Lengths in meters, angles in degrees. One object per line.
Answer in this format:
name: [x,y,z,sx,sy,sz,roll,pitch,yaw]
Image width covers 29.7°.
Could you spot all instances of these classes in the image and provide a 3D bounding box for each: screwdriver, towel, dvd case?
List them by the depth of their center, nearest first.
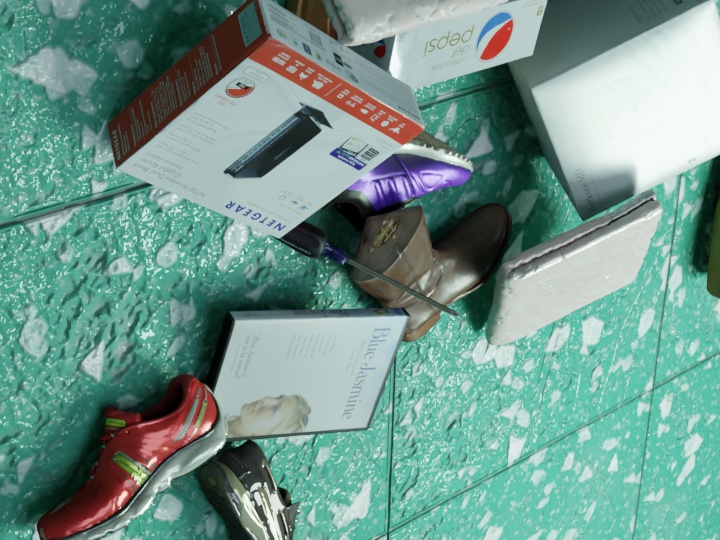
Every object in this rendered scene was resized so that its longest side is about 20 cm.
towel: [0.022,-0.294,1.146,0.199,0.032,0.193,-23,87,-37]
screwdriver: [0.000,0.000,1.245,0.029,0.199,0.028,-60,178,33]
dvd case: [-0.056,0.100,1.299,0.198,0.018,0.144,-1,122,-34]
towel: [0.224,0.002,1.460,0.189,0.032,0.200,-26,158,-10]

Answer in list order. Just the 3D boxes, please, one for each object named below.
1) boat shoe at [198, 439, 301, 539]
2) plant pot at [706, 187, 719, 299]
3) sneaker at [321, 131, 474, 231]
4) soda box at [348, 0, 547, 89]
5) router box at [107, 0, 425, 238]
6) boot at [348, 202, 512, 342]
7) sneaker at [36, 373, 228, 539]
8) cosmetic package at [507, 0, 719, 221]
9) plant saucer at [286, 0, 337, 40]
boat shoe: [-0.090,0.249,1.346,0.073,0.074,0.201,-40,135,-23]
plant pot: [0.539,-0.078,1.761,0.185,0.185,0.203,-18,108,-39]
sneaker: [0.021,-0.086,1.303,0.199,0.069,0.100,3,115,-44]
soda box: [0.078,-0.218,1.227,0.199,0.064,0.069,-21,137,-37]
router box: [-0.075,-0.119,1.121,0.179,0.049,0.199,-35,145,27]
boot: [0.072,-0.030,1.342,0.187,0.064,0.200,-52,152,-10]
sneaker: [-0.211,0.164,1.198,0.200,0.077,0.085,-39,113,-27]
cosmetic package: [0.270,-0.191,1.398,0.198,0.124,0.200,-25,134,6]
plant saucer: [0.018,-0.236,1.241,0.199,0.037,0.202,-23,125,-37]
